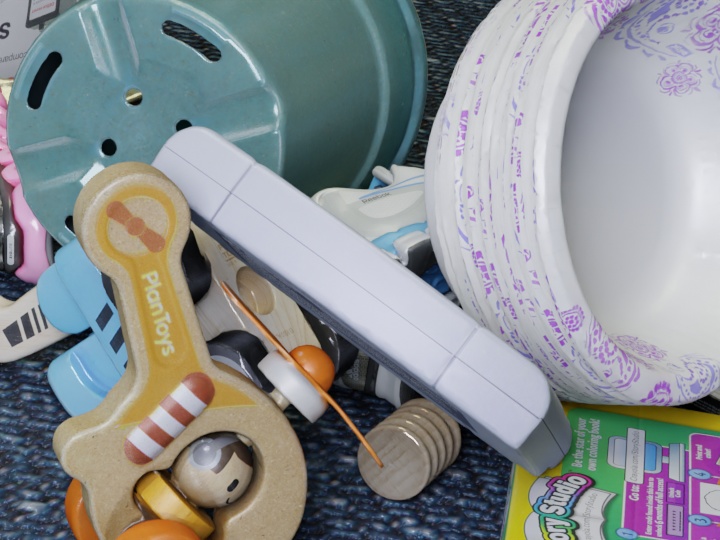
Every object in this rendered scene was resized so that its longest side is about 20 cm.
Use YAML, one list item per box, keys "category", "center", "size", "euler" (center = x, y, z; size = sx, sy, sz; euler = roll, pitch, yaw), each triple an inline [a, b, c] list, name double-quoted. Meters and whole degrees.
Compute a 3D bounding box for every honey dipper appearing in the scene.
- category: "honey dipper"
  center: [0.053, 0.067, 1.320]
  size: [0.038, 0.038, 0.200]
  euler: [16, 19, 19]

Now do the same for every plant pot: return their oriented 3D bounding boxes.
- category: "plant pot"
  center: [-0.083, -0.088, 1.399]
  size: [0.200, 0.201, 0.196]
  euler: [13, 19, 12]

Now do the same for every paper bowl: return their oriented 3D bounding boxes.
- category: "paper bowl"
  center: [0.108, -0.038, 1.228]
  size: [0.104, 0.201, 0.200]
  euler: [-2, 10, 42]

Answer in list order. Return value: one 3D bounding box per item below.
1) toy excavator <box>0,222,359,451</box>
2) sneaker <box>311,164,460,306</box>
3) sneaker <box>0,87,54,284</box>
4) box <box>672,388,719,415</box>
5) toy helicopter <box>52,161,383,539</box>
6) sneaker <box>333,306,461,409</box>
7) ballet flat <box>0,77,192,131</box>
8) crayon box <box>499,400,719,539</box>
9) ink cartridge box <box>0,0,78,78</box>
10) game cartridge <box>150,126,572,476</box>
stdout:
- category: "toy excavator"
  center: [-0.132, 0.023, 1.280]
  size: [0.195, 0.200, 0.100]
  euler: [58, 31, 0]
- category: "sneaker"
  center: [0.048, -0.024, 1.317]
  size: [0.087, 0.075, 0.200]
  euler: [41, 25, 30]
- category: "sneaker"
  center: [-0.230, -0.049, 1.453]
  size: [0.095, 0.079, 0.200]
  euler: [-11, 26, -16]
- category: "box"
  center: [0.224, 0.075, 1.353]
  size: [0.110, 0.035, 0.200]
  euler: [-13, 31, -42]
- category: "toy helicopter"
  center: [-0.068, 0.044, 1.103]
  size: [0.132, 0.201, 0.079]
  euler: [-19, 29, -12]
- category: "sneaker"
  center: [0.000, 0.000, 1.399]
  size: [0.115, 0.076, 0.201]
  euler: [15, 26, 10]
- category: "ballet flat"
  center: [-0.147, -0.106, 1.597]
  size: [0.200, 0.067, 0.062]
  euler: [-11, 65, -38]
- category: "crayon box"
  center: [0.148, 0.127, 1.171]
  size: [0.172, 0.058, 0.200]
  euler: [9, 22, 4]
- category: "ink cartridge box"
  center: [-0.239, -0.199, 1.629]
  size: [0.084, 0.201, 0.145]
  euler: [26, 28, 31]
- category: "game cartridge"
  center: [0.003, 0.013, 1.132]
  size: [0.200, 0.042, 0.133]
  euler: [36, -8, 14]
